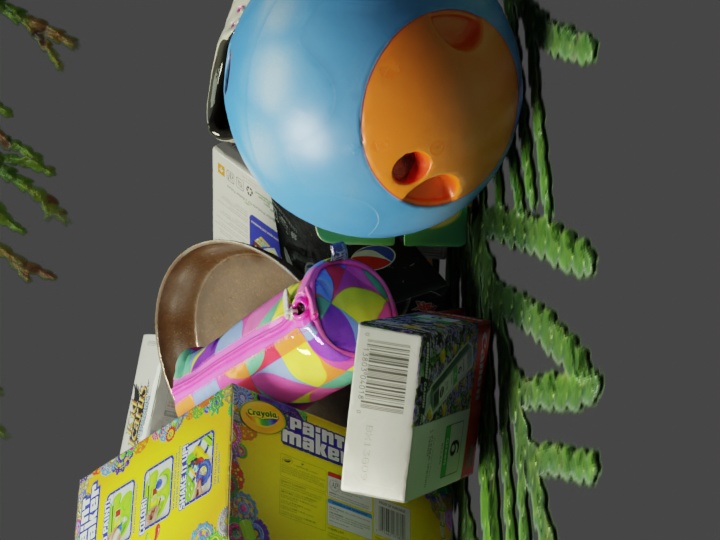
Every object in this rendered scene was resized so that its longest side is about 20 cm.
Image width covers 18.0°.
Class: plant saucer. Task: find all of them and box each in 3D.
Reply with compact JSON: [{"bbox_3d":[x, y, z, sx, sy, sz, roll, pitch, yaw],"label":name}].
[{"bbox_3d":[-0.070,0.068,1.674,0.034,0.200,0.201,-28,-40,-43],"label":"plant saucer"}]

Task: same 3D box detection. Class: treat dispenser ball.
[{"bbox_3d":[0.009,-0.122,1.512,0.201,0.199,0.203,-174,90,-82],"label":"treat dispenser ball"}]

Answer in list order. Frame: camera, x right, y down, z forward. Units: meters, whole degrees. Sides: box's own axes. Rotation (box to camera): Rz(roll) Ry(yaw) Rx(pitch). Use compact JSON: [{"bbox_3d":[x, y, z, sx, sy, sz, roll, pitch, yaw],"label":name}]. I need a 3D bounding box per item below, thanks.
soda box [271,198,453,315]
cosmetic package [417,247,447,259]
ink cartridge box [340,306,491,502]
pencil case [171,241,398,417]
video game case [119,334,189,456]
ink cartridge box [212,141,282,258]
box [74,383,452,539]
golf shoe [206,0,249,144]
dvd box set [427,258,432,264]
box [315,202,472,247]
[{"bbox_3d":[0.000,0.000,1.680,0.200,0.070,0.064,-129,25,-54],"label":"soda box"},{"bbox_3d":[0.042,-0.102,1.785,0.201,0.050,0.083,-96,15,-53],"label":"cosmetic package"},{"bbox_3d":[0.050,0.085,1.522,0.200,0.050,0.110,-7,-75,-67],"label":"ink cartridge box"},{"bbox_3d":[-0.056,0.058,1.571,0.200,0.088,0.089,-36,44,47],"label":"pencil case"},{"bbox_3d":[-0.097,0.160,1.796,0.045,0.199,0.183,-3,74,56],"label":"video game case"},{"bbox_3d":[-0.081,-0.002,1.840,0.095,0.037,0.201,36,135,37],"label":"ink cartridge box"},{"bbox_3d":[-0.070,0.197,1.603,0.192,0.199,0.123,-32,45,40],"label":"box"},{"bbox_3d":[-0.055,-0.179,1.606,0.092,0.072,0.201,-47,-22,-66],"label":"golf shoe"},{"bbox_3d":[0.034,0.085,1.779,0.201,0.029,0.147,-93,12,-50],"label":"dvd box set"},{"bbox_3d":[0.027,-0.109,1.657,0.048,0.116,0.202,84,-172,-70],"label":"box"}]
